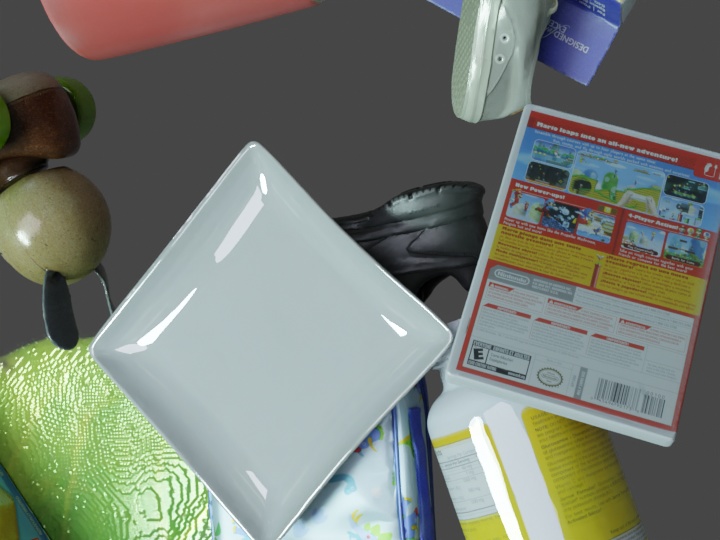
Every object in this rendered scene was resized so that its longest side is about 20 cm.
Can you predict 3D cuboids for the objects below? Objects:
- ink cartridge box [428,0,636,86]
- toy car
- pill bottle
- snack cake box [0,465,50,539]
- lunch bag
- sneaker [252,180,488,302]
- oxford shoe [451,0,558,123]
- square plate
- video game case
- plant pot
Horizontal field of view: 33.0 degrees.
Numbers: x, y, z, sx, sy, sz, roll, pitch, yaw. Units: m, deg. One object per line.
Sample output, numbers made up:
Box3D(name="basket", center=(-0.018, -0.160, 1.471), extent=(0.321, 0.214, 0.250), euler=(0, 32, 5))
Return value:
Box3D(name="ink cartridge box", center=(0.120, -0.262, 0.832), extent=(0.197, 0.047, 0.200), euler=(32, 98, 18))
Box3D(name="toy car", center=(-0.253, -0.033, 0.919), extent=(0.158, 0.164, 0.200), euler=(-29, 92, 18))
Box3D(name="pill bottle", center=(0.110, 0.124, 0.795), extent=(0.112, 0.112, 0.200), euler=(-21, 82, 19))
Box3D(name="snack cake box", center=(-0.334, 0.189, 0.960), extent=(0.067, 0.115, 0.200), euler=(-41, 77, 15))
Box3D(name="lunch bag", center=(-0.025, 0.156, 0.861), extent=(0.160, 0.082, 0.201), euler=(-6, 87, 22))
Box3D(name="sneaker", center=(0.000, 0.000, 0.862), extent=(0.200, 0.076, 0.091), euler=(-15, 92, 22))
Box3D(name="oxford shoe", center=(0.103, -0.192, 0.800), extent=(0.058, 0.075, 0.200), euler=(3, 117, -8))
Box3D(name="square plate", center=(-0.064, 0.050, 0.823), extent=(0.200, 0.028, 0.198), euler=(44, 103, 19))
Box3D(name="video game case", center=(0.148, -0.003, 0.770), extent=(0.143, 0.017, 0.200), euler=(16, 68, 7))
Box3D(name="plant pot", center=(-0.117, -0.253, 0.855), extent=(0.177, 0.200, 0.201), euler=(-1, 89, 10))
